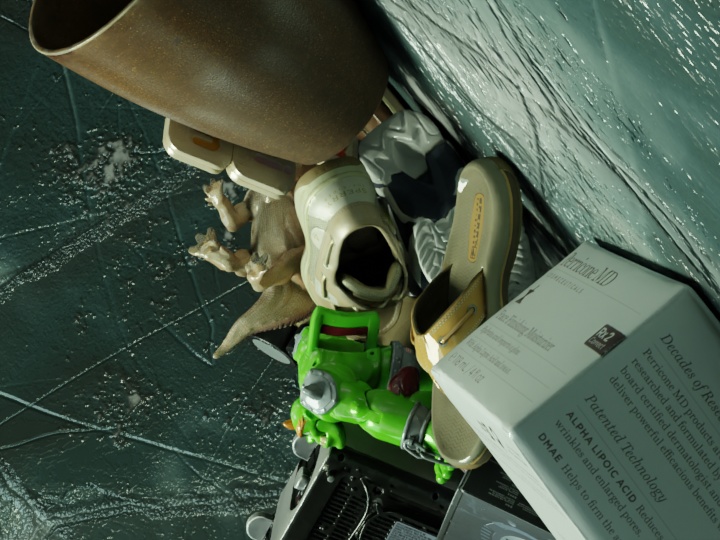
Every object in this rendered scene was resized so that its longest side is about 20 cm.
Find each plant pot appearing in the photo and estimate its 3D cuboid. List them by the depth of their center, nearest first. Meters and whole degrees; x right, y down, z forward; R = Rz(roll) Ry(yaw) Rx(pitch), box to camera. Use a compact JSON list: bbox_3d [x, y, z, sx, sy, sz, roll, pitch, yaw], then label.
[{"bbox_3d":[-0.081,-0.164,1.592,0.200,0.187,0.187,37,-177,-29],"label":"plant pot"}]

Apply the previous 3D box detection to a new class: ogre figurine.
[{"bbox_3d":[0.012,0.080,1.677,0.119,0.098,0.200,17,-149,-8],"label":"ogre figurine"}]

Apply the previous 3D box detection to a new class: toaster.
[{"bbox_3d":[0.024,0.204,1.782,0.199,0.181,0.119,23,-154,-12],"label":"toaster"}]

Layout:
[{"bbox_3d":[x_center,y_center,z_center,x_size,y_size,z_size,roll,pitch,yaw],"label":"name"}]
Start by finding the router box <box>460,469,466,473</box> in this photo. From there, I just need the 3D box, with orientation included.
[{"bbox_3d":[0.150,0.124,1.636,0.150,0.062,0.200,39,157,6],"label":"router box"}]

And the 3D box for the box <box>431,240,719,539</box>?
[{"bbox_3d":[0.165,0.108,1.399,0.200,0.131,0.199,53,176,-13],"label":"box"}]

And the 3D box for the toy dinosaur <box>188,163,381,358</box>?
[{"bbox_3d":[-0.047,-0.021,1.776,0.086,0.201,0.135,-7,154,36],"label":"toy dinosaur"}]

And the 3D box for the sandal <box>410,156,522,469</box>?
[{"bbox_3d":[0.062,0.026,1.549,0.054,0.201,0.080,4,-179,-29],"label":"sandal"}]

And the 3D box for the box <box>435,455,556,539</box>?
[{"bbox_3d":[0.151,0.196,1.610,0.199,0.044,0.160,26,156,5],"label":"box"}]

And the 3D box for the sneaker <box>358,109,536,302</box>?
[{"bbox_3d":[0.077,-0.011,1.690,0.199,0.079,0.130,48,176,40],"label":"sneaker"}]

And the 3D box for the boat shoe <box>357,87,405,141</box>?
[{"bbox_3d":[-0.021,-0.128,1.791,0.200,0.068,0.072,49,174,10],"label":"boat shoe"}]

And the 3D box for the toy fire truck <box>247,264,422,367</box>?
[{"bbox_3d":[0.026,0.089,1.894,0.176,0.129,0.200,14,159,48],"label":"toy fire truck"}]

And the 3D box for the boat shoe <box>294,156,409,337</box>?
[{"bbox_3d":[0.000,0.000,1.687,0.200,0.072,0.065,78,166,-58],"label":"boat shoe"}]

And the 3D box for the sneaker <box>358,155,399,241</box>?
[{"bbox_3d":[0.049,-0.006,1.893,0.200,0.074,0.085,52,154,-7],"label":"sneaker"}]

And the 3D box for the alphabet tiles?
[{"bbox_3d":[-0.087,-0.145,1.691,0.195,0.015,0.201,20,-129,-23],"label":"alphabet tiles"}]
